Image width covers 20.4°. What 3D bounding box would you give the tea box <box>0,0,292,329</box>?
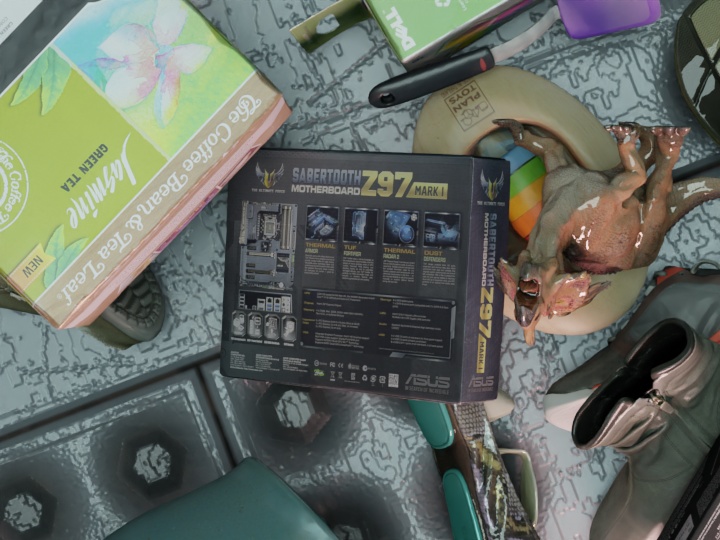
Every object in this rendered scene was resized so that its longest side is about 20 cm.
[{"bbox_3d":[-0.180,-0.100,1.254,0.197,0.134,0.200,43,90,0],"label":"tea box"}]

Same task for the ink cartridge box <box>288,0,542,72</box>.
[{"bbox_3d":[0.057,-0.180,1.328,0.200,0.104,0.059,-30,87,4],"label":"ink cartridge box"}]

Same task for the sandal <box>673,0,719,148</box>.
[{"bbox_3d":[0.271,-0.095,1.339,0.080,0.057,0.201,-35,102,-2],"label":"sandal"}]

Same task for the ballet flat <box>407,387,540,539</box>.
[{"bbox_3d":[0.078,0.118,1.355,0.072,0.072,0.201,-18,89,4],"label":"ballet flat"}]

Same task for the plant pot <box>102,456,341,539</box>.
[{"bbox_3d":[-0.093,0.233,1.307,0.188,0.200,0.200,-42,87,-11],"label":"plant pot"}]

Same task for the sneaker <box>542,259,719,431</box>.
[{"bbox_3d":[0.209,0.043,1.346,0.200,0.077,0.082,-24,61,4],"label":"sneaker"}]

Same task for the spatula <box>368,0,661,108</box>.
[{"bbox_3d":[0.098,-0.149,1.298,0.200,0.057,0.021,-24,43,-1],"label":"spatula"}]

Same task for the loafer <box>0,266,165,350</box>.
[{"bbox_3d":[-0.225,-0.005,1.377,0.200,0.075,0.070,34,125,2],"label":"loafer"}]

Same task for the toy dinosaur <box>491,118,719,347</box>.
[{"bbox_3d":[0.152,-0.025,1.255,0.200,0.086,0.136,-3,98,-36],"label":"toy dinosaur"}]

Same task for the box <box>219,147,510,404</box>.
[{"bbox_3d":[0.000,0.000,1.316,0.200,0.051,0.158,4,93,34],"label":"box"}]

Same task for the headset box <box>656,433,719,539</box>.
[{"bbox_3d":[0.286,0.203,1.244,0.200,0.075,0.149,27,105,-2],"label":"headset box"}]

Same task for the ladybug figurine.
[{"bbox_3d":[0.113,-0.049,1.340,0.136,0.072,0.200,-32,88,3],"label":"ladybug figurine"}]

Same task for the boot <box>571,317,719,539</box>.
[{"bbox_3d":[0.178,0.112,1.288,0.200,0.130,0.068,-56,44,23],"label":"boot"}]
